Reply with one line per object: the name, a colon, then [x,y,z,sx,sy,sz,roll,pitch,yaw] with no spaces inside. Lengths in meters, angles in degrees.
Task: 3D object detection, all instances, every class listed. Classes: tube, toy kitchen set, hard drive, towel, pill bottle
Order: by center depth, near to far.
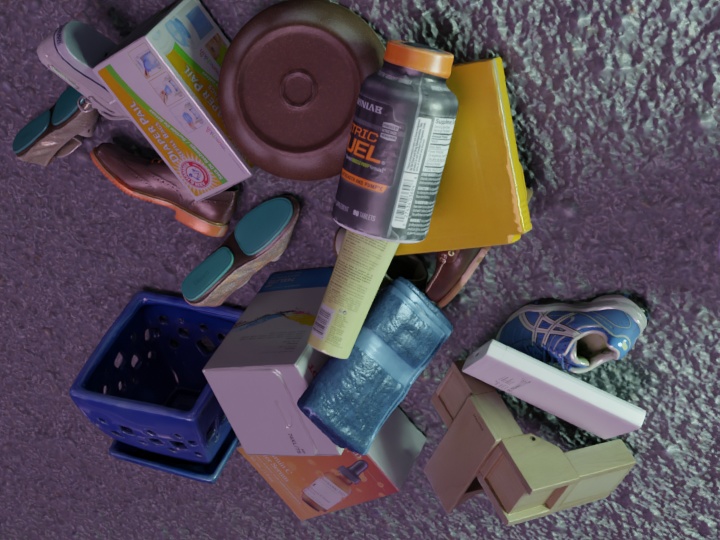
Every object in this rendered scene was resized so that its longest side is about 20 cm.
pill bottle: [0.041,-0.137,1.345,0.106,0.106,0.200,17,104,15]
tube: [0.000,0.000,1.443,0.058,0.052,0.200,18,99,-20]
towel: [0.019,0.113,1.512,0.112,0.200,0.049,45,168,-33]
hard drive: [0.230,0.145,1.548,0.200,0.027,0.132,26,165,-2]
toy kitchen set: [0.201,0.232,1.661,0.200,0.180,0.163,59,141,32]

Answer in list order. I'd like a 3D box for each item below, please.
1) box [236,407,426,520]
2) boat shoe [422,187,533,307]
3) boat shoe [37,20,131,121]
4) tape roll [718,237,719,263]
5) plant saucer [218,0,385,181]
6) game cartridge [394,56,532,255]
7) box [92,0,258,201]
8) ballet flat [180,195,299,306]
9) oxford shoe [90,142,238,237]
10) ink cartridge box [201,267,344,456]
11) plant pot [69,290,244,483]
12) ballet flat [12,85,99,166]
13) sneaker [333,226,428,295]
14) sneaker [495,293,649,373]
box: [-0.041,0.239,1.769,0.200,0.106,0.152,-25,112,40]
boat shoe: [0.120,-0.041,1.480,0.070,0.070,0.200,29,126,-6]
boat shoe: [-0.300,-0.215,1.523,0.086,0.075,0.202,-16,147,37]
tape roll: [0.471,-0.028,1.306,0.200,0.066,0.200,14,131,17]
plant saucer: [-0.064,-0.197,1.399,0.200,0.037,0.201,1,97,11]
game cartridge: [0.090,-0.122,1.408,0.176,0.032,0.200,-5,103,31]
box: [-0.192,-0.198,1.487,0.101,0.113,0.200,-20,116,40]
ballet flat: [-0.142,-0.022,1.629,0.200,0.068,0.067,-37,148,18]
oxford shoe: [-0.244,-0.121,1.623,0.200,0.071,0.073,28,113,1]
ink cartridge box: [-0.071,0.114,1.617,0.146,0.200,0.147,-5,123,31]
plant pot: [-0.250,0.169,1.768,0.200,0.200,0.180,11,137,21]
ballet flat: [-0.371,-0.189,1.638,0.062,0.068,0.200,26,146,-34]
sneaker: [0.048,0.026,1.572,0.090,0.067,0.200,-11,118,40]
sneaker: [0.237,0.080,1.511,0.200,0.077,0.076,-18,118,40]
